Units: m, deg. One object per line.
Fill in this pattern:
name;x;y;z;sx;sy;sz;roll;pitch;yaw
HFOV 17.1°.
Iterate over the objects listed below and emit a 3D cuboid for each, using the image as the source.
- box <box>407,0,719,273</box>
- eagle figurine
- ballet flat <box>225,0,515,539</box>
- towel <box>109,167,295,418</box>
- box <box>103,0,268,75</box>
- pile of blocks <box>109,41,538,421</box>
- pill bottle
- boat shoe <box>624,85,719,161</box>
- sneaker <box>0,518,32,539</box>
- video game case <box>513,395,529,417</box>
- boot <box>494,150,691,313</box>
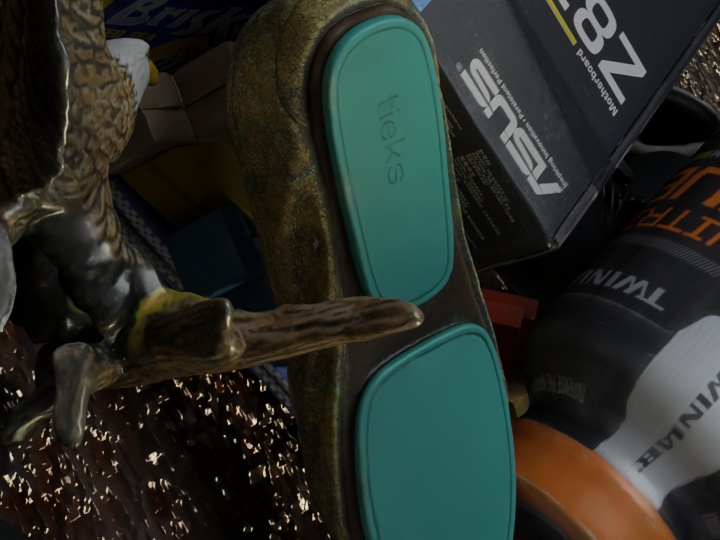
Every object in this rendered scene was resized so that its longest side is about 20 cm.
box;0.027;-0.125;0.742;0.201;0.049;0.161;56;47;-18
eagle figurine;-0.089;-0.061;0.620;0.151;0.151;0.201;-160;-128;-78
ballet flat;0.001;0.013;0.692;0.071;0.070;0.201;-51;135;-60
towel;-0.025;-0.035;0.825;0.145;0.024;0.201;48;32;-23
box;-0.082;-0.154;0.774;0.070;0.064;0.201;22;39;-48
pile of blocks;0.000;0.000;0.749;0.200;0.062;0.082;39;37;-36
pill bottle;0.124;0.020;0.765;0.200;0.106;0.106;-45;106;-18
boat shoe;0.083;-0.076;0.992;0.200;0.057;0.067;21;43;-50
sneaker;-0.075;0.139;0.481;0.076;0.087;0.201;90;8;-45
video game case;0.097;0.121;0.869;0.143;0.018;0.201;7;57;-57
boot;0.081;-0.033;0.894;0.168;0.076;0.200;45;18;-22
